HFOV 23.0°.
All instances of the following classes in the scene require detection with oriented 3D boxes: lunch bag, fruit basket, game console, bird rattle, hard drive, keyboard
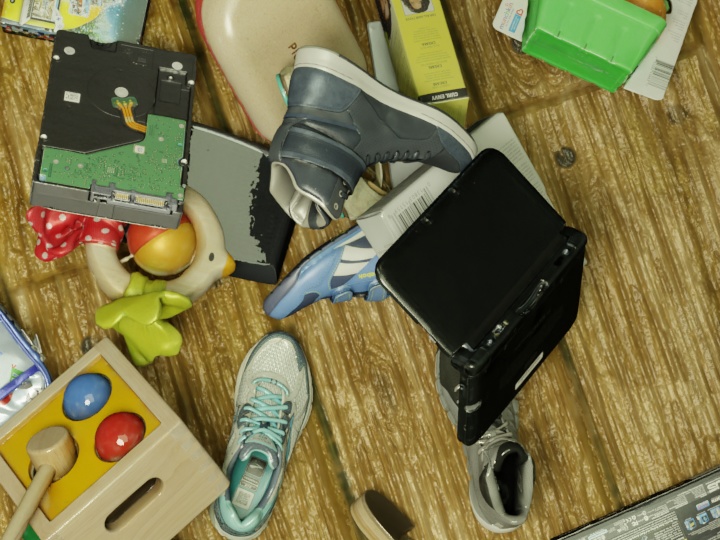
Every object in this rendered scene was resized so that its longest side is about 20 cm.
[{"bbox_3d":[-0.384,0.113,1.638,0.199,0.076,0.161,-37,90,-8],"label":"lunch bag"},{"bbox_3d":[0.244,-0.285,1.765,0.184,0.094,0.201,23,65,-3],"label":"fruit basket"},{"bbox_3d":[0.109,0.024,1.616,0.116,0.177,0.200,27,52,24],"label":"game console"},{"bbox_3d":[-0.208,-0.018,1.639,0.162,0.113,0.201,-28,68,-20],"label":"bird rattle"},{"bbox_3d":[-0.225,-0.131,1.635,0.138,0.038,0.201,9,48,-11],"label":"hard drive"},{"bbox_3d":[-0.156,-0.075,1.702,0.198,0.042,0.136,18,81,-4],"label":"hard drive"},{"bbox_3d":[0.048,-0.151,1.753,0.056,0.011,0.202,-9,84,-2],"label":"keyboard"}]

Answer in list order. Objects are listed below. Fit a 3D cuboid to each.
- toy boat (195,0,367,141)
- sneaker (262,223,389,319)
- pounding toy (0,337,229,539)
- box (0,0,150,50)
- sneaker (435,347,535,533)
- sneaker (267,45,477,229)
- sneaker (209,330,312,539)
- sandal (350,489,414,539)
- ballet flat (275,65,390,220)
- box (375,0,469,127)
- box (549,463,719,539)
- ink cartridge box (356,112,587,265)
[{"bbox_3d":[-0.088,-0.227,1.694,0.130,0.131,0.201,-37,130,-10],"label":"toy boat"},{"bbox_3d":[0.000,0.000,1.695,0.199,0.074,0.083,-31,94,-5],"label":"sneaker"},{"bbox_3d":[-0.248,0.182,1.565,0.200,0.184,0.143,-41,133,-10],"label":"pounding toy"},{"bbox_3d":[-0.263,-0.318,1.725,0.135,0.038,0.202,11,81,-5],"label":"box"},{"bbox_3d":[0.127,0.146,1.668,0.074,0.116,0.202,-15,85,-8],"label":"sneaker"},{"bbox_3d":[0.007,-0.091,1.583,0.201,0.077,0.148,25,72,-28],"label":"sneaker"},{"bbox_3d":[-0.087,0.155,1.658,0.077,0.086,0.202,12,82,-5],"label":"sneaker"},{"bbox_3d":[0.052,0.309,1.675,0.070,0.078,0.212,-44,81,22],"label":"sandal"},{"bbox_3d":[-0.021,-0.127,1.663,0.062,0.201,0.068,-21,49,5],"label":"ballet flat"},{"bbox_3d":[0.054,-0.223,1.698,0.050,0.075,0.202,-10,62,-8],"label":"box"},{"bbox_3d":[0.302,0.294,1.702,0.198,0.049,0.162,-23,84,-9],"label":"box"},{"bbox_3d":[0.110,-0.028,1.685,0.200,0.043,0.175,-40,105,-37],"label":"ink cartridge box"}]
